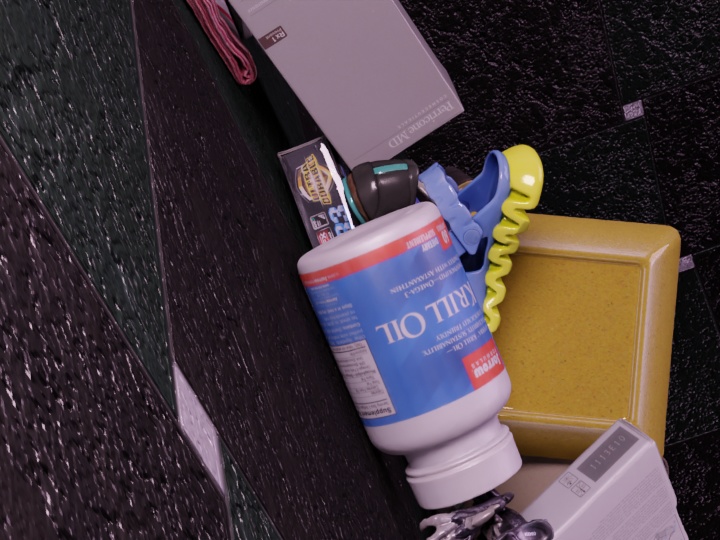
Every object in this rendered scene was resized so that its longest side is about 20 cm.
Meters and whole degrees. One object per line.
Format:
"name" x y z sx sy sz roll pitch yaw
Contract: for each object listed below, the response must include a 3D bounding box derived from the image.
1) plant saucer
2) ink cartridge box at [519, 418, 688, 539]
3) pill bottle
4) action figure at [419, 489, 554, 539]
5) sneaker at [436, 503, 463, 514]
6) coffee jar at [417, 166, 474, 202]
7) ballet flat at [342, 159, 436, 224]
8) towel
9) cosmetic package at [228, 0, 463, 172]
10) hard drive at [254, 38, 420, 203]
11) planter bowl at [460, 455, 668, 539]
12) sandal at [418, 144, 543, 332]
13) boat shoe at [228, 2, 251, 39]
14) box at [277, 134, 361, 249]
"plant saucer" 0.159 0.054 1.428 0.048 0.199 0.201 50 45 -88
"ink cartridge box" 0.176 0.243 1.409 0.043 0.200 0.174 35 -20 43
"pill bottle" 0.042 0.062 1.252 0.112 0.112 0.201 -74 140 -82
"action figure" 0.093 0.213 1.230 0.119 0.102 0.200 61 -4 1
"sneaker" 0.100 0.111 1.480 0.074 0.081 0.201 -31 126 -79
"coffee jar" 0.116 -0.005 1.574 0.200 0.104 0.085 41 -19 29
"ballet flat" 0.045 -0.026 1.386 0.200 0.068 0.068 59 10 -61
"towel" -0.132 -0.255 1.340 0.144 0.023 0.201 59 9 -62
"cosmetic package" -0.017 -0.182 1.336 0.200 0.107 0.090 52 10 -25
"hard drive" -0.010 -0.115 1.501 0.200 0.025 0.132 50 2 -30
"planter bowl" 0.157 0.204 1.551 0.135 0.200 0.200 39 -9 28
"sandal" 0.069 -0.005 1.319 0.080 0.087 0.201 -121 -138 -69
"boat shoe" -0.086 -0.248 1.467 0.200 0.060 0.074 83 -13 -81
"box" 0.000 0.000 1.446 0.198 0.049 0.201 22 46 -81
